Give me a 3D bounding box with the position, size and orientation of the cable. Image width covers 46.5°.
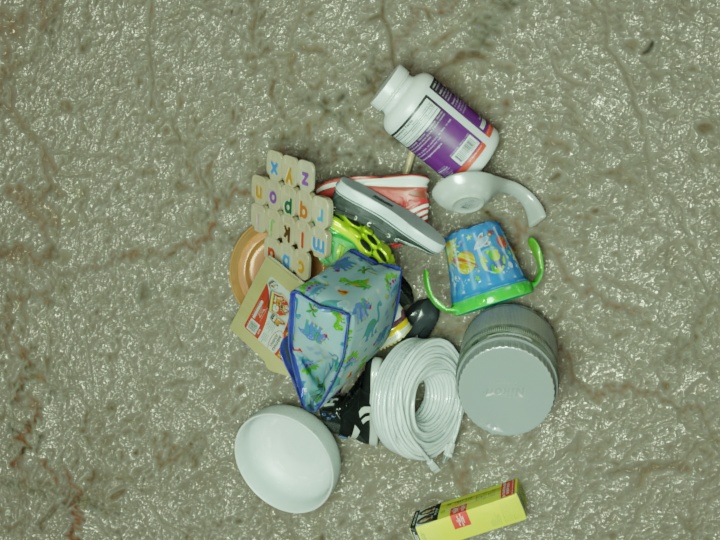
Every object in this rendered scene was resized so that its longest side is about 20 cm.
[{"bbox_3d":[0.101,0.210,1.383,0.069,0.200,0.201,6,64,44],"label":"cable"}]

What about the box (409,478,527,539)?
[{"bbox_3d":[0.187,0.424,1.450,0.198,0.075,0.051,-22,93,15],"label":"box"}]

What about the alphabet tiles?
[{"bbox_3d":[-0.115,-0.091,1.366,0.199,0.015,0.198,22,117,42],"label":"alphabet tiles"}]

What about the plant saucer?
[{"bbox_3d":[-0.136,0.001,1.459,0.198,0.037,0.202,0,89,7],"label":"plant saucer"}]

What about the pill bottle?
[{"bbox_3d":[0.116,-0.233,1.330,0.199,0.113,0.113,38,104,-10],"label":"pill bottle"}]

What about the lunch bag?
[{"bbox_3d":[-0.029,0.094,1.271,0.127,0.170,0.202,21,125,26],"label":"lunch bag"}]

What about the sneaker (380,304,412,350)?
[{"bbox_3d":[-0.014,0.106,1.415,0.199,0.075,0.091,-29,95,16],"label":"sneaker"}]

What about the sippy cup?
[{"bbox_3d":[0.198,-0.007,1.362,0.139,0.177,0.132,-25,80,47],"label":"sippy cup"}]

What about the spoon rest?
[{"bbox_3d":[0.204,-0.119,1.337,0.099,0.198,0.061,-40,46,49],"label":"spoon rest"}]

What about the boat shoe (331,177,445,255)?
[{"bbox_3d":[0.041,-0.075,1.315,0.199,0.069,0.057,33,111,12],"label":"boat shoe"}]

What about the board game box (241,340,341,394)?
[{"bbox_3d":[-0.103,0.123,1.493,0.199,0.032,0.121,25,98,8],"label":"board game box"}]

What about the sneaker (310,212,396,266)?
[{"bbox_3d":[-0.020,-0.035,1.359,0.200,0.074,0.084,44,126,16],"label":"sneaker"}]

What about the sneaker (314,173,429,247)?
[{"bbox_3d":[0.018,-0.094,1.374,0.198,0.078,0.117,-3,89,25],"label":"sneaker"}]

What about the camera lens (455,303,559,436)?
[{"bbox_3d":[0.234,0.152,1.330,0.158,0.200,0.162,3,106,11],"label":"camera lens"}]

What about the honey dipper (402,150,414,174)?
[{"bbox_3d":[0.084,-0.181,1.405,0.038,0.038,0.202,18,99,9],"label":"honey dipper"}]

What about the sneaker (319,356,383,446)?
[{"bbox_3d":[-0.017,0.223,1.428,0.111,0.073,0.201,8,130,8],"label":"sneaker"}]

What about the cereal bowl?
[{"bbox_3d":[-0.119,0.323,1.483,0.198,0.083,0.202,10,113,24],"label":"cereal bowl"}]

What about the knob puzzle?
[{"bbox_3d":[-0.110,0.096,1.407,0.218,0.030,0.222,12,115,27],"label":"knob puzzle"}]

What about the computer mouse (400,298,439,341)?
[{"bbox_3d":[0.077,0.136,1.440,0.058,0.034,0.201,19,106,-32],"label":"computer mouse"}]

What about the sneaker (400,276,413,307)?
[{"bbox_3d":[0.000,0.000,1.430,0.091,0.076,0.200,-40,88,18],"label":"sneaker"}]
